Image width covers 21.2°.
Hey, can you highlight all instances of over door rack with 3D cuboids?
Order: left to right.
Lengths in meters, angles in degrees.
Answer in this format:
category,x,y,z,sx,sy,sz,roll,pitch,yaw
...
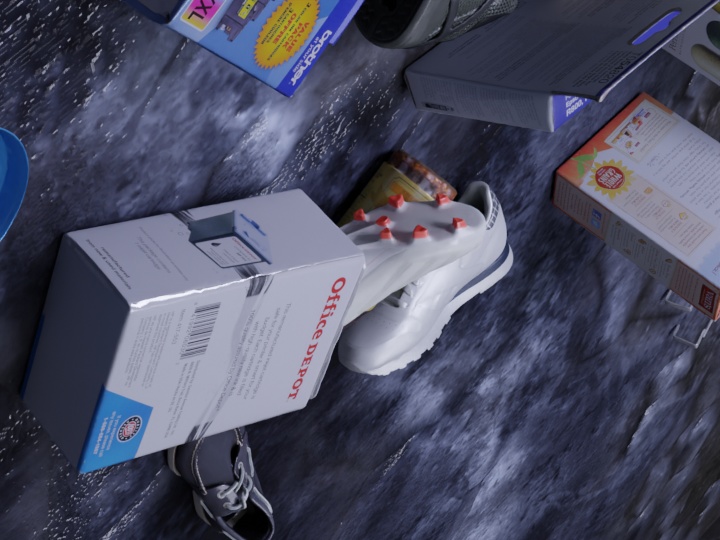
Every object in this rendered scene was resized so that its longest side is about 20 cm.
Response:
category,x,y,z,sx,sy,sz,roll,pitch,yaw
over door rack,0.465,0.004,2.377,0.200,0.067,0.148,-49,156,-9

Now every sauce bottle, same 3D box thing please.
category,x,y,z,sx,sy,sz,roll,pitch,yaw
sauce bottle,-0.006,0.001,1.501,0.200,0.066,0.066,-55,157,1

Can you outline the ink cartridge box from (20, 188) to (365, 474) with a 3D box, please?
category,x,y,z,sx,sy,sz,roll,pitch,yaw
ink cartridge box,-0.112,0.038,1.293,0.200,0.086,0.147,-14,137,-42

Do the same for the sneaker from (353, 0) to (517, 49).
category,x,y,z,sx,sy,sz,roll,pitch,yaw
sneaker,0.082,-0.237,1.318,0.200,0.076,0.114,-58,158,19

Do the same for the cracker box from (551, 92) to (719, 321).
category,x,y,z,sx,sy,sz,roll,pitch,yaw
cracker box,0.298,-0.062,1.805,0.134,0.200,0.058,-41,154,-24

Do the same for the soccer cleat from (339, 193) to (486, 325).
category,x,y,z,sx,sy,sz,roll,pitch,yaw
soccer cleat,0.000,0.000,1.443,0.199,0.069,0.078,-17,127,-11

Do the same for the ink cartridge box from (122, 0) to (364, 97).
category,x,y,z,sx,sy,sz,roll,pitch,yaw
ink cartridge box,-0.056,-0.188,1.131,0.137,0.076,0.200,-55,158,6

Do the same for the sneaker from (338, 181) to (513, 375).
category,x,y,z,sx,sy,sz,roll,pitch,yaw
sneaker,0.048,0.006,1.621,0.200,0.076,0.081,-45,145,-28

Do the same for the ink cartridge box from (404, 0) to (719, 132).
category,x,y,z,sx,sy,sz,roll,pitch,yaw
ink cartridge box,0.167,-0.171,1.423,0.199,0.200,0.041,-38,122,-28

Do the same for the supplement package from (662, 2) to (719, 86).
category,x,y,z,sx,sy,sz,roll,pitch,yaw
supplement package,0.407,-0.239,1.753,0.151,0.200,0.152,-40,154,-26

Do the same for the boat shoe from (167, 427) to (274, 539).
category,x,y,z,sx,sy,sz,roll,pitch,yaw
boat shoe,-0.104,0.166,1.557,0.073,0.063,0.200,-44,155,-19

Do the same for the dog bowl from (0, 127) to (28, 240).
category,x,y,z,sx,sy,sz,roll,pitch,yaw
dog bowl,-0.262,-0.007,1.036,0.200,0.050,0.111,-54,157,4
